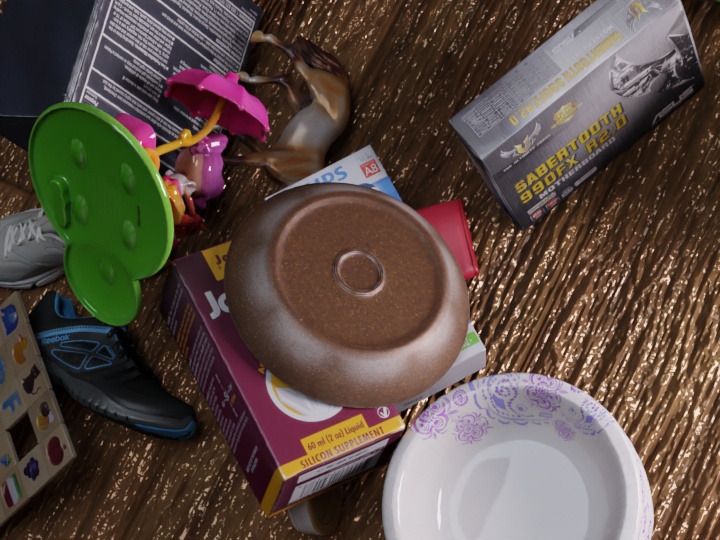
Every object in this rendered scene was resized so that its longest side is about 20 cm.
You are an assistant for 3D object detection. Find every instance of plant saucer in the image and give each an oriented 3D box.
[{"bbox_3d":[-0.005,0.009,1.414,0.200,0.037,0.201,8,59,-14],"label":"plant saucer"}]

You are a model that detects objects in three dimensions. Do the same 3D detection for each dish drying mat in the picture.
[{"bbox_3d":[0.000,0.000,1.556,0.199,0.018,0.077,-17,67,12],"label":"dish drying mat"}]

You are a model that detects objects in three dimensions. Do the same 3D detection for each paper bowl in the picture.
[{"bbox_3d":[0.124,0.187,1.399,0.200,0.104,0.202,-6,69,15],"label":"paper bowl"}]

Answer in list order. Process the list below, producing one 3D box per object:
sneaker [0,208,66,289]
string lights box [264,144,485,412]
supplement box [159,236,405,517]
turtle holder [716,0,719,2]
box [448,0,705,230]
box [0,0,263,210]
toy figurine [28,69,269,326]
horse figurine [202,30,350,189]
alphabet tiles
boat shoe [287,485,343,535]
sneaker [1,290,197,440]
[{"bbox_3d":[-0.272,-0.035,1.615,0.199,0.092,0.076,-6,69,16],"label":"sneaker"},{"bbox_3d":[0.011,0.011,1.496,0.102,0.059,0.200,-28,73,-6],"label":"string lights box"},{"bbox_3d":[-0.064,0.075,1.432,0.110,0.086,0.200,-21,69,-23],"label":"supplement box"},{"bbox_3d":[0.333,-0.280,1.499,0.185,0.141,0.132,-43,37,43],"label":"turtle holder"},{"bbox_3d":[0.178,-0.136,1.469,0.200,0.158,0.048,-39,64,1],"label":"box"},{"bbox_3d":[-0.208,-0.181,1.577,0.123,0.200,0.199,3,71,35],"label":"box"},{"bbox_3d":[-0.149,-0.078,1.472,0.150,0.201,0.184,25,41,28],"label":"toy figurine"},{"bbox_3d":[-0.061,-0.127,1.589,0.132,0.050,0.200,26,61,-1],"label":"horse figurine"},{"bbox_3d":[-0.325,0.119,1.583,0.167,0.008,0.201,-41,59,31],"label":"alphabet tiles"},{"bbox_3d":[-0.066,0.130,1.506,0.069,0.071,0.201,-22,63,19],"label":"boat shoe"},{"bbox_3d":[-0.217,0.082,1.565,0.199,0.073,0.082,24,81,24],"label":"sneaker"}]
